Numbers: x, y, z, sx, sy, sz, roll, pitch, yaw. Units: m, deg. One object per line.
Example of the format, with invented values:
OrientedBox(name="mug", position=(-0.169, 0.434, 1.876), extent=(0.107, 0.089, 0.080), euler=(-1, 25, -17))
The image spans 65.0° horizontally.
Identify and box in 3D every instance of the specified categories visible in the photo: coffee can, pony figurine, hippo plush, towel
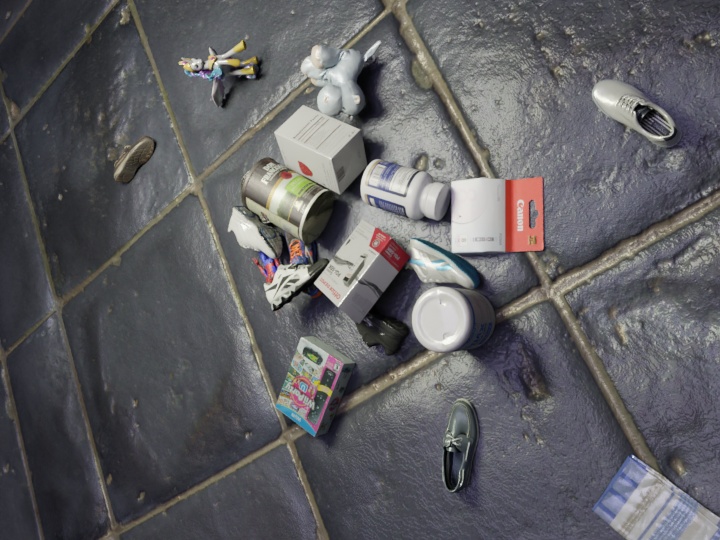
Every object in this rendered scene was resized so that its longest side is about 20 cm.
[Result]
OrientedBox(name="coffee can", position=(-0.186, -0.181, 1.459), extent=(0.197, 0.146, 0.149), euler=(29, 101, 17))
OrientedBox(name="pony figurine", position=(-0.396, -0.581, 1.622), extent=(0.194, 0.193, 0.171), euler=(-7, 86, 10))
OrientedBox(name="hippo plush", position=(-0.046, -0.459, 1.422), extent=(0.195, 0.159, 0.165), euler=(-6, 83, -12))
OrientedBox(name="towel", position=(0.563, 0.467, 1.067), extent=(0.199, 0.024, 0.149), euler=(36, 106, 29))

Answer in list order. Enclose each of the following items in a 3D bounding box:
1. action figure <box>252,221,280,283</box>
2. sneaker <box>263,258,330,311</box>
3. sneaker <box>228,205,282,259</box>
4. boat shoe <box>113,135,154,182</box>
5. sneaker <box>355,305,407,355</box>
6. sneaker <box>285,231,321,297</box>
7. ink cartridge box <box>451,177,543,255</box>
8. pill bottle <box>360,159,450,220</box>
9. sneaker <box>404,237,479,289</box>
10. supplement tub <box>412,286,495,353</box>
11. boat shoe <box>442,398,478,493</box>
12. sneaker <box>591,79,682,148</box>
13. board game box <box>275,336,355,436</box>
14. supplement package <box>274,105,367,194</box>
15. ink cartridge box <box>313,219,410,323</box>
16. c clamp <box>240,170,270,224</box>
OrientedBox(name="action figure", position=(-0.257, -0.031, 1.565), extent=(0.064, 0.051, 0.204), euler=(-26, 76, 20))
OrientedBox(name="sneaker", position=(-0.165, 0.012, 1.406), extent=(0.198, 0.074, 0.090), euler=(-34, 79, 17))
OrientedBox(name="sneaker", position=(-0.285, -0.091, 1.535), extent=(0.199, 0.074, 0.088), euler=(42, 116, 26))
OrientedBox(name="boat shoe", position=(-0.757, -0.378, 1.862), extent=(0.199, 0.074, 0.074), euler=(-40, 69, 20))
OrientedBox(name="sneaker", position=(0.020, 0.135, 1.380), extent=(0.198, 0.075, 0.093), euler=(33, 112, 32))
OrientedBox(name="sneaker", position=(-0.154, -0.029, 1.485), extent=(0.074, 0.078, 0.204), euler=(-30, 72, 23))
OrientedBox(name="ink cartridge box", position=(0.298, -0.122, 1.250), extent=(0.196, 0.057, 0.167), euler=(-2, 85, 34))
OrientedBox(name="pill bottle", position=(0.107, -0.185, 1.327), extent=(0.197, 0.110, 0.114), euler=(22, 97, 29))
OrientedBox(name="sneaker", position=(0.185, -0.002, 1.296), extent=(0.198, 0.076, 0.082), euler=(32, 109, 35))
OrientedBox(name="supplement tub", position=(0.202, 0.104, 1.200), extent=(0.129, 0.199, 0.136), euler=(-2, 85, 29))
OrientedBox(name="boat shoe", position=(0.216, 0.390, 1.249), extent=(0.071, 0.061, 0.206), euler=(5, 89, 30))
OrientedBox(name="sneaker", position=(0.542, -0.318, 1.109), extent=(0.200, 0.070, 0.074), euler=(43, 107, 25))
OrientedBox(name="board game box", position=(-0.118, 0.294, 1.450), extent=(0.146, 0.064, 0.204), euler=(26, 100, 29))
OrientedBox(name="supplement package", position=(-0.099, -0.306, 1.426), extent=(0.198, 0.122, 0.120), euler=(29, 64, 29))
OrientedBox(name="ink cartridge box", position=(0.000, 0.000, 1.334), extent=(0.201, 0.083, 0.146), euler=(-52, 36, -2))
OrientedBox(name="c clamp", position=(-0.245, -0.221, 1.575), extent=(0.170, 0.027, 0.202), euler=(-39, 70, 8))
